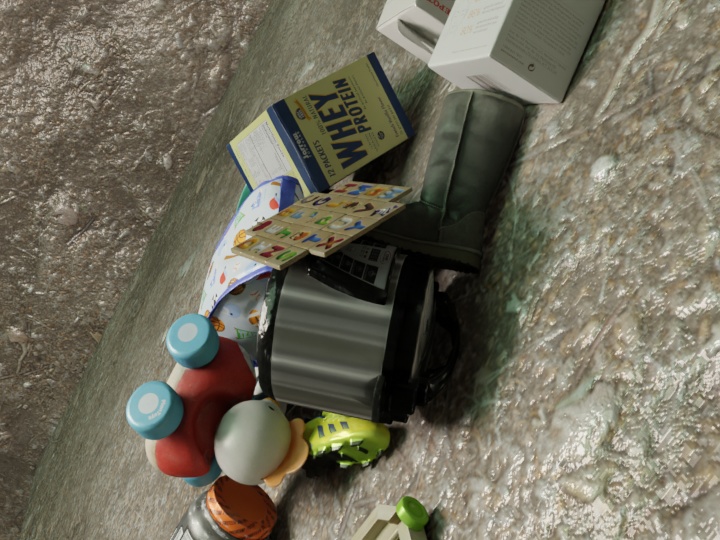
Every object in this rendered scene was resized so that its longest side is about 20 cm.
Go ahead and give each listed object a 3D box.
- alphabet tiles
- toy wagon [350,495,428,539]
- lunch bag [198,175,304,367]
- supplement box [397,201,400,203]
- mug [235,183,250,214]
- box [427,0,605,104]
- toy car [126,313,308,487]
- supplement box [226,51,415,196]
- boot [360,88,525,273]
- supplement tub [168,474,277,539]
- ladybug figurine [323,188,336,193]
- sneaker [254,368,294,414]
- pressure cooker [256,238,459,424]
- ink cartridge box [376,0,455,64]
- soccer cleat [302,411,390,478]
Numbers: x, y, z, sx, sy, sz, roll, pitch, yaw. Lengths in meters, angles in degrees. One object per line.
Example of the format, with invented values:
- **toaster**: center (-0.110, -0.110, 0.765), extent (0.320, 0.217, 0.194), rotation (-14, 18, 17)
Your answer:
- **alphabet tiles**: center (-0.043, -0.052, 0.807), extent (0.165, 0.006, 0.199), rotation (-32, 22, -22)
- **toy wagon**: center (0.024, 0.315, 0.711), extent (0.157, 0.039, 0.201), rotation (-56, 25, 21)
- **lunch bag**: center (-0.129, -0.001, 1.024), extent (0.201, 0.121, 0.173), rotation (125, 155, -43)
- **supplement box**: center (0.000, 0.000, 1.041), extent (0.066, 0.068, 0.204), rotation (-14, 53, 62)
- **mug**: center (-0.137, -0.128, 1.402), extent (0.184, 0.113, 0.155), rotation (-7, 60, 63)
- **box**: center (0.186, -0.301, 0.877), extent (0.204, 0.105, 0.152), rotation (-65, 23, 0)
- **toy car**: center (-0.141, 0.180, 0.935), extent (0.186, 0.196, 0.179), rotation (74, -144, -54)
- **supplement box**: center (-0.064, -0.197, 1.174), extent (0.198, 0.136, 0.199), rotation (-34, 9, -28)
- **boot**: center (0.080, -0.110, 0.871), extent (0.073, 0.177, 0.205), rotation (70, -148, -78)
- **supplement tub**: center (-0.196, 0.378, 1.023), extent (0.202, 0.121, 0.123), rotation (-58, 24, 15)
- **ladybug figurine**: center (-0.073, -0.064, 1.252), extent (0.200, 0.071, 0.138), rotation (-41, 32, 44)
- **sneaker**: center (-0.118, 0.149, 1.146), extent (0.129, 0.079, 0.200), rotation (-43, 14, 14)
- **pressure cooker**: center (0.006, 0.063, 0.810), extent (0.179, 0.195, 0.180), rotation (64, -142, -76)
- **ink cartridge box**: center (0.119, -0.381, 1.073), extent (0.125, 0.127, 0.204), rotation (4, 70, 66)
- **soccer cleat**: center (-0.029, 0.190, 0.918), extent (0.199, 0.064, 0.085), rotation (-32, 37, 53)
